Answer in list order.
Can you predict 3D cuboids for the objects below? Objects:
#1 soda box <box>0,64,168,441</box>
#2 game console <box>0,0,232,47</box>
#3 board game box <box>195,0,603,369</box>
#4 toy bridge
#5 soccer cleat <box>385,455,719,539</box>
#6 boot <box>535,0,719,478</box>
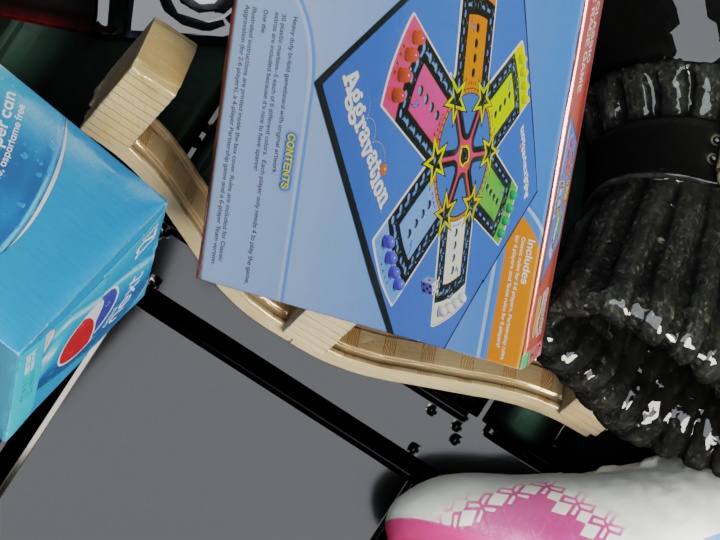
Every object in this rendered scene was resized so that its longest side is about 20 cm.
[{"bbox_3d":[-0.152,-0.047,0.703,0.200,0.068,0.064,38,65,7],"label":"soda box"},{"bbox_3d":[-0.048,-0.171,0.751,0.172,0.119,0.200,3,90,-3],"label":"game console"},{"bbox_3d":[0.016,-0.080,0.689,0.103,0.019,0.200,16,110,20],"label":"board game box"},{"bbox_3d":[0.000,0.000,0.780,0.200,0.027,0.067,32,132,-17],"label":"toy bridge"},{"bbox_3d":[0.108,0.084,0.792,0.200,0.070,0.086,17,73,-5],"label":"soccer cleat"},{"bbox_3d":[0.075,-0.048,0.749,0.211,0.079,0.158,32,70,-8],"label":"boot"}]
